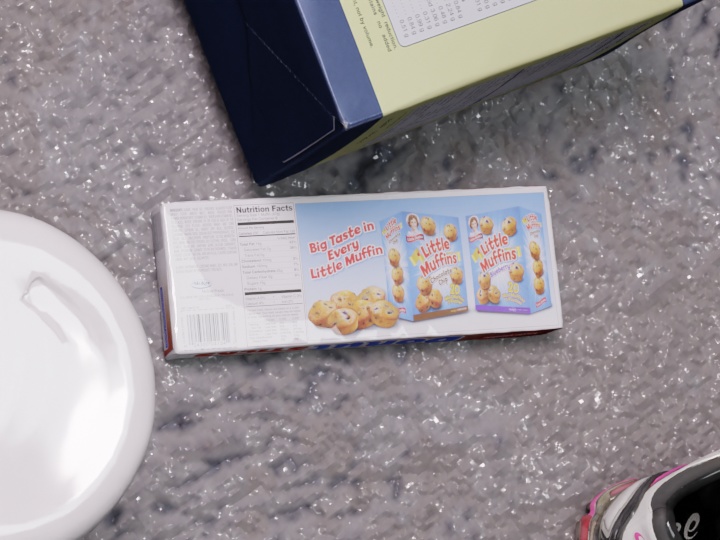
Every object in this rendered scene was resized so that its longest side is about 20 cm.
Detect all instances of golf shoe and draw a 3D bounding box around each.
[{"bbox_3d":[0.207,0.111,1.404,0.199,0.092,0.073,-20,87,-24],"label":"golf shoe"}]

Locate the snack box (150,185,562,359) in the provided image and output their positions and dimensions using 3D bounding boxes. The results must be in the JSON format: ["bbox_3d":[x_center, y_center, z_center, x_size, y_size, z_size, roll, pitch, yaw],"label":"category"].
[{"bbox_3d":[0.000,0.000,1.381,0.199,0.024,0.072,-3,81,-21],"label":"snack box"}]

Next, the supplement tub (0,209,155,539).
[{"bbox_3d":[-0.178,0.059,1.210,0.144,0.200,0.146,3,80,-19],"label":"supplement tub"}]

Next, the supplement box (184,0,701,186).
[{"bbox_3d":[0.022,-0.173,1.332,0.199,0.134,0.201,-21,89,-22],"label":"supplement box"}]
